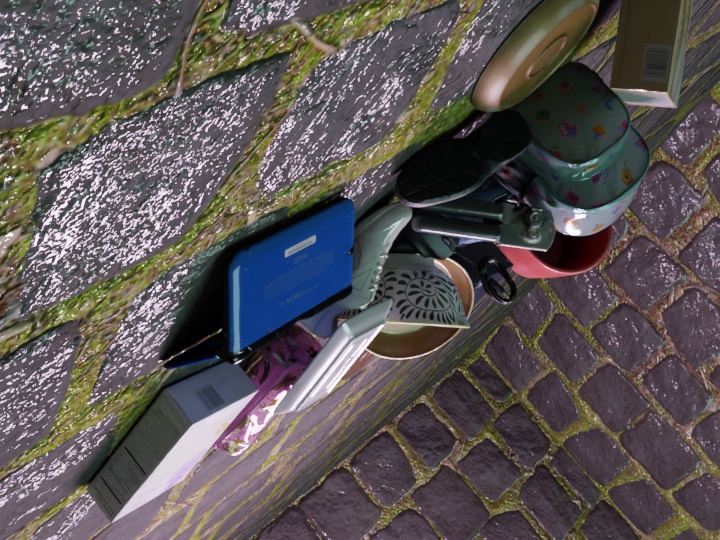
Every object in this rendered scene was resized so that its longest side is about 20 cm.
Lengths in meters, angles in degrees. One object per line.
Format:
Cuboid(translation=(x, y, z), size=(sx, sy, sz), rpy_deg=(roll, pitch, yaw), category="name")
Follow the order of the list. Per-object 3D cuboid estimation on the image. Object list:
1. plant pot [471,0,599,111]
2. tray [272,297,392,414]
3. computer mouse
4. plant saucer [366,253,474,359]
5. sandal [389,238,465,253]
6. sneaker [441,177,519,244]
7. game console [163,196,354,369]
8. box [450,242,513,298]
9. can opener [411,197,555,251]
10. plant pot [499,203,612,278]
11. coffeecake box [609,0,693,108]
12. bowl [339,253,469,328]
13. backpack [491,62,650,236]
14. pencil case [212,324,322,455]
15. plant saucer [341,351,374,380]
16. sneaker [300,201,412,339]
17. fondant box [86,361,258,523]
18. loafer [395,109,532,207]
Cuboid(translation=(0.209, -0.255, 1.142), size=(0.199, 0.028, 0.200), rpy_deg=(-42, 168, -11), category="plant pot")
Cuboid(translation=(-0.032, 0.117, 1.256), size=(0.107, 0.022, 0.201), rpy_deg=(-25, 158, -49), category="tray")
Cuboid(translation=(0.131, -0.023, 1.295), size=(0.059, 0.198, 0.034), rpy_deg=(-58, -168, -14), category="computer mouse")
Cuboid(translation=(0.074, 0.047, 1.495), size=(0.196, 0.036, 0.203), rpy_deg=(-7, 128, -10), category="plant saucer")
Cuboid(translation=(0.092, -0.050, 1.390), size=(0.074, 0.046, 0.199), rpy_deg=(-2, -177, 27), category="sandal")
Cuboid(translation=(0.192, -0.097, 1.375), size=(0.200, 0.089, 0.079), rpy_deg=(-49, 131, -34), category="sneaker")
Cuboid(translation=(-0.109, 0.014, 1.048), size=(0.199, 0.117, 0.174), rpy_deg=(-30, 132, -47), category="game console")
Cuboid(translation=(0.140, 0.027, 1.650), size=(0.182, 0.104, 0.199), rpy_deg=(-47, 168, 21), category="box")
Cuboid(translation=(0.154, -0.062, 1.248), size=(0.067, 0.196, 0.055), rpy_deg=(-173, -90, -74), category="can opener")
Cuboid(translation=(0.360, -0.074, 1.895), size=(0.200, 0.201, 0.177), rpy_deg=(-39, 178, -16), category="plant pot")
Cuboid(translation=(0.373, -0.295, 1.248), size=(0.199, 0.072, 0.157), rpy_deg=(-11, 108, -69), category="coffeecake box")
Cuboid(translation=(0.057, 0.027, 1.367), size=(0.201, 0.196, 0.096), rpy_deg=(20, 73, -76), category="bowl")
Cuboid(translation=(0.279, -0.155, 1.289), size=(0.175, 0.201, 0.154), rpy_deg=(-37, 167, -18), category="backpack")
Cuboid(translation=(-0.132, 0.164, 1.334), size=(0.086, 0.083, 0.200), rpy_deg=(26, 116, -41), category="pencil case")
Cuboid(translation=(0.004, 0.140, 1.802), size=(0.200, 0.037, 0.201), rpy_deg=(-42, 168, -10), category="plant saucer")
Cuboid(translation=(0.000, 0.000, 1.210), size=(0.200, 0.080, 0.070), rpy_deg=(-46, 166, 4), category="sneaker")
Cuboid(translation=(-0.232, 0.209, 1.218), size=(0.200, 0.058, 0.144), rpy_deg=(-48, 167, 27), category="fondant box")
Cuboid(translation=(0.119, -0.123, 1.189), size=(0.198, 0.074, 0.072), rpy_deg=(-26, 173, -25), category="loafer")
